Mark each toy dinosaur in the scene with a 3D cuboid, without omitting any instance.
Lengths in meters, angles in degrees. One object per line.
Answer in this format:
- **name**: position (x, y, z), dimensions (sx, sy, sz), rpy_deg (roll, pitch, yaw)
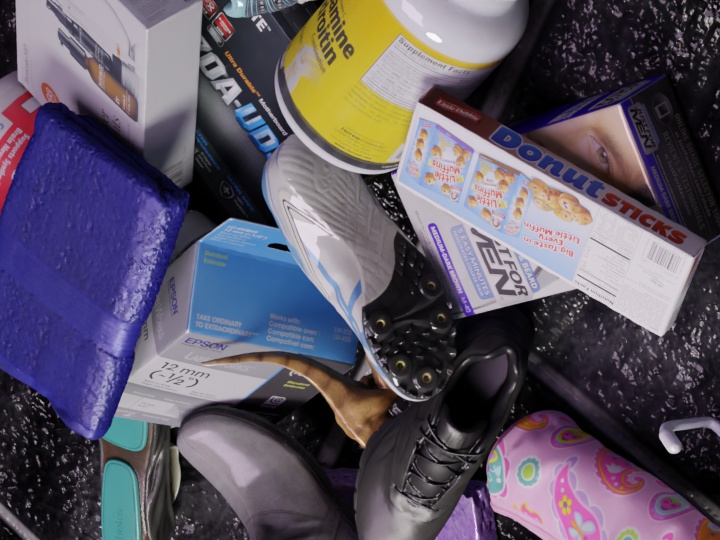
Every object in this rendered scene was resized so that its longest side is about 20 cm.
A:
- **toy dinosaur**: position (-0.002, 0.092, 1.782), dimensions (0.200, 0.106, 0.060), rpy_deg (46, 142, -13)

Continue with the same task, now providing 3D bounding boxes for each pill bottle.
- **pill bottle**: position (-0.197, -0.053, 1.887), dimensions (0.200, 0.112, 0.112), rpy_deg (38, 130, 20)
- **pill bottle**: position (0.037, -0.158, 1.639), dimensions (0.112, 0.112, 0.200), rpy_deg (51, 133, 9)

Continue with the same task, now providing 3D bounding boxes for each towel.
- **towel**: position (-0.194, -0.001, 1.788), dimensions (0.148, 0.050, 0.200), rpy_deg (36, 118, 29)

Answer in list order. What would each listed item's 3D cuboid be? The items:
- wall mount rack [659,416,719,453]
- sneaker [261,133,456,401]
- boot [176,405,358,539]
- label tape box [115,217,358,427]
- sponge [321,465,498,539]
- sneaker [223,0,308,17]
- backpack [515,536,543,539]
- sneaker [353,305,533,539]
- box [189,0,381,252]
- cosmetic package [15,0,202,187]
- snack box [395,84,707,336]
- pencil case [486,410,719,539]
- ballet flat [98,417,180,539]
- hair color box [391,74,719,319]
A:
- **wall mount rack**: position (0.266, 0.108, 1.573), dimensions (0.174, 0.075, 0.200), rpy_deg (52, 134, 38)
- **sneaker**: position (0.000, 0.000, 1.709), dimensions (0.200, 0.072, 0.072), rpy_deg (60, 158, 13)
- **boot**: position (-0.065, 0.192, 1.807), dimensions (0.200, 0.132, 0.070), rpy_deg (36, 134, -1)
- **label tape box**: position (-0.084, 0.045, 1.812), dimensions (0.200, 0.143, 0.066), rpy_deg (-36, 51, 45)
- **sponge**: position (0.018, 0.202, 1.885), dimensions (0.200, 0.030, 0.112), rpy_deg (2, 113, 38)
- **sneaker**: position (-0.098, -0.242, 1.697), dimensions (0.200, 0.086, 0.078), rpy_deg (51, 161, 36)
- **backpack**: position (0.108, 0.316, 1.748), dimensions (0.154, 0.191, 0.200), rpy_deg (28, 132, -6)
- **sneaker**: position (0.052, 0.116, 1.723), dimensions (0.076, 0.091, 0.200), rpy_deg (23, 103, -6)
- **box**: position (-0.073, -0.121, 1.794), dimensions (0.200, 0.046, 0.159), rpy_deg (55, 134, 6)
- **cosmetic package**: position (-0.176, -0.158, 1.771), dimensions (0.151, 0.052, 0.200), rpy_deg (47, 153, 24)
- **snack box**: position (0.115, -0.037, 1.592), dimensions (0.200, 0.024, 0.072), rpy_deg (31, 137, 15)
- **pencil case**: position (0.167, 0.169, 1.674), dimensions (0.200, 0.087, 0.088), rpy_deg (37, 132, 43)
- **ballet flat**: position (-0.171, 0.132, 1.982), dimensions (0.068, 0.068, 0.200), rpy_deg (21, 122, 30)
- **hair color box**: position (0.125, -0.045, 1.653), dimensions (0.200, 0.065, 0.109), rpy_deg (-17, 100, 42)
